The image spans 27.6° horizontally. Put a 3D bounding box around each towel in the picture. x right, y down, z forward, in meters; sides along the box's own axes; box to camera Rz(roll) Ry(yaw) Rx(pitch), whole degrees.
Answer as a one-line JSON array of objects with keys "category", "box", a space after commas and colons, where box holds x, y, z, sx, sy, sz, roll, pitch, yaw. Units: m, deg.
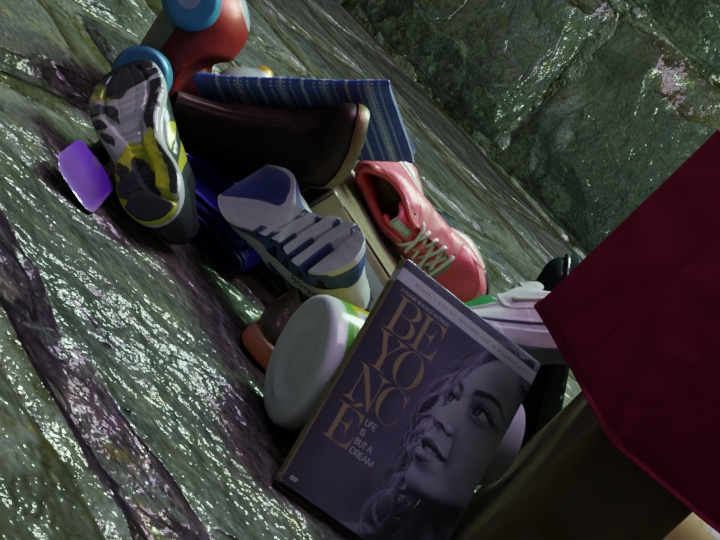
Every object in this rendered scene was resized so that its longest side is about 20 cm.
[{"category": "towel", "box": [-0.137, -0.067, 1.465, 0.148, 0.050, 0.200, 44, 13, 4]}, {"category": "towel", "box": [-0.053, -0.152, 1.431, 0.199, 0.024, 0.145, 4, -24, 16]}]

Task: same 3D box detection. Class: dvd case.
[{"category": "dvd case", "box": [0.041, 0.114, 1.122, 0.149, 0.200, 0.016, 38, -21, -20]}]

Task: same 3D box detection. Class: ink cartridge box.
[{"category": "ink cartridge box", "box": [0.000, 0.000, 1.493, 0.200, 0.075, 0.165, 58, 11, -12]}]

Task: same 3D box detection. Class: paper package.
[{"category": "paper package", "box": [0.164, 0.193, 1.183, 0.103, 0.200, 0.191, 44, 12, 1]}]

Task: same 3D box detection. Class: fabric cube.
[{"category": "fabric cube", "box": [0.284, 0.057, 1.083, 0.196, 0.199, 0.200, 38, 16, -27]}]

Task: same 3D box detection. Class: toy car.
[{"category": "toy car", "box": [-0.139, -0.199, 1.556, 0.200, 0.177, 0.184, 34, 2, -2]}]

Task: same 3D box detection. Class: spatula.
[{"category": "spatula", "box": [-0.238, -0.100, 1.318, 0.057, 0.021, 0.200, 56, 6, -14]}]

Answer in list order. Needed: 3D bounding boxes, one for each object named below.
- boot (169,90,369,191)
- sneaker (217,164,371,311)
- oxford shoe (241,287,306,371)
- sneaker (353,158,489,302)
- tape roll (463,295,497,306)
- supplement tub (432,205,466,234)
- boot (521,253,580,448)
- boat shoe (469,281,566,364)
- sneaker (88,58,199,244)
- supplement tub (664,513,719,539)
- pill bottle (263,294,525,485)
[{"category": "boot", "box": [-0.098, -0.129, 1.380, 0.166, 0.073, 0.200, 19, -21, -22]}, {"category": "sneaker", "box": [-0.053, -0.006, 1.325, 0.199, 0.080, 0.115, 39, -25, 47]}, {"category": "oxford shoe", "box": [-0.007, 0.098, 1.260, 0.200, 0.073, 0.071, 41, 12, -10]}, {"category": "sneaker", "box": [0.054, -0.036, 1.500, 0.200, 0.074, 0.087, 53, 19, 4]}, {"category": "tape roll", "box": [0.141, 0.125, 1.450, 0.200, 0.048, 0.201, 158, -90, -79]}, {"category": "supplement tub", "box": [0.041, -0.029, 1.713, 0.123, 0.123, 0.200, 48, 14, 23]}, {"category": "boot", "box": [0.107, 0.070, 1.322, 0.167, 0.201, 0.076, 10, -6, 10]}, {"category": "boat shoe", "box": [0.144, 0.043, 1.249, 0.199, 0.067, 0.074, 5, -21, -8]}, {"category": "sneaker", "box": [-0.195, -0.104, 1.332, 0.085, 0.074, 0.201, 65, 9, -55]}, {"category": "supplement tub", "box": [0.327, 0.290, 1.486, 0.200, 0.145, 0.145, 42, 13, -3]}, {"category": "pill bottle", "box": [0.031, 0.105, 1.191, 0.199, 0.111, 0.111, 24, 19, -24]}]
